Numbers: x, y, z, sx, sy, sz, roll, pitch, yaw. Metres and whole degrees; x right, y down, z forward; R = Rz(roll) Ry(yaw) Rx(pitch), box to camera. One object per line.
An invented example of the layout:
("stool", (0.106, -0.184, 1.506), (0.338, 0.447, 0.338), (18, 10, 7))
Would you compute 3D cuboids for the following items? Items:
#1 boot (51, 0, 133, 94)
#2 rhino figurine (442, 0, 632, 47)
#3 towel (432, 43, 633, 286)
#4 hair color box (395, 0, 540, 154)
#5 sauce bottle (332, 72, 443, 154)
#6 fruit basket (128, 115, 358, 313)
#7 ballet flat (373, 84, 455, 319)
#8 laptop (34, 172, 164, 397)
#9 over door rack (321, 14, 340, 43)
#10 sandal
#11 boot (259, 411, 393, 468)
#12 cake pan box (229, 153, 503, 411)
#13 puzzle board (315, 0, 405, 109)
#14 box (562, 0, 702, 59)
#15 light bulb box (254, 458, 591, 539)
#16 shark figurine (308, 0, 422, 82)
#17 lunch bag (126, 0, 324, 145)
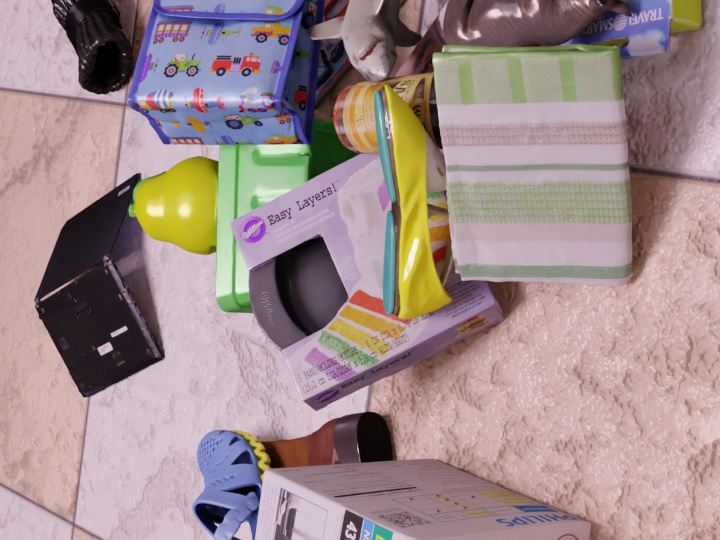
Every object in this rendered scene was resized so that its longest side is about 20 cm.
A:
("boot", (-0.326, -0.315, 1.740), (0.079, 0.212, 0.159), (-22, 60, 4))
("rhino figurine", (0.143, -0.217, 1.196), (0.198, 0.059, 0.089), (-8, 75, 41))
("towel", (0.137, -0.081, 1.182), (0.147, 0.031, 0.202), (2, 121, 17))
("hair color box", (0.118, -0.131, 1.289), (0.111, 0.063, 0.201), (-53, 50, 33))
("sauce bottle", (0.063, -0.133, 1.257), (0.199, 0.065, 0.067), (-3, 85, 47))
("fruit basket", (-0.111, -0.059, 1.473), (0.213, 0.155, 0.219), (-3, 85, 33))
("ballet flat", (0.048, -0.056, 1.240), (0.067, 0.066, 0.203), (-105, 11, -67))
("laptop", (-0.295, 0.021, 1.791), (0.176, 0.103, 0.202), (-26, 93, 45))
("over door rack", (-0.069, -0.327, 1.481), (0.147, 0.066, 0.203), (13, 116, 49))
("sandal", (-0.123, 0.221, 1.461), (0.200, 0.086, 0.080), (49, 133, 53))
("boot", (-0.049, 0.241, 1.447), (0.199, 0.068, 0.191), (-24, 70, 46))
("cake pan box", (0.000, 0.000, 1.336), (0.198, 0.052, 0.186), (-25, 68, 6))
("puzzle board", (-0.022, -0.280, 1.496), (0.200, 0.017, 0.152), (-46, 55, 36))
("box", (0.210, -0.262, 1.204), (0.121, 0.047, 0.203), (-4, 84, 49))
("light bulb box", (0.046, 0.241, 1.239), (0.199, 0.196, 0.127), (16, 101, 49))
("shark figurine", (0.038, -0.247, 1.342), (0.127, 0.089, 0.217), (2, 64, 53))
("lunch bag", (-0.113, -0.224, 1.397), (0.148, 0.094, 0.203), (1, 70, 18))
